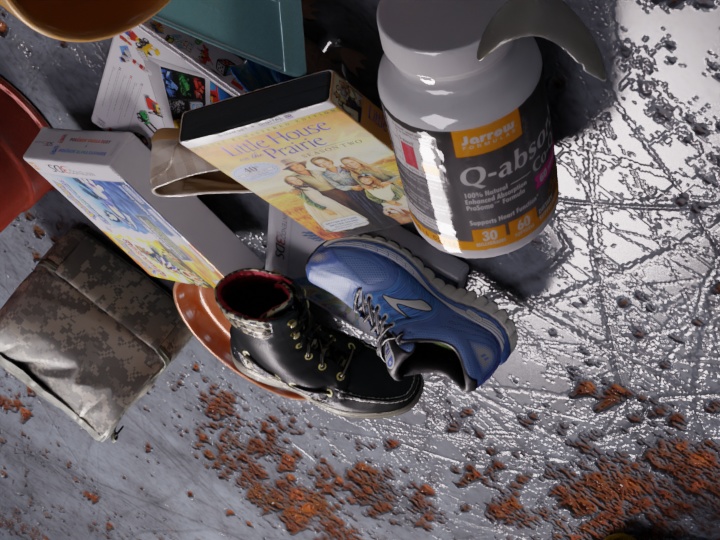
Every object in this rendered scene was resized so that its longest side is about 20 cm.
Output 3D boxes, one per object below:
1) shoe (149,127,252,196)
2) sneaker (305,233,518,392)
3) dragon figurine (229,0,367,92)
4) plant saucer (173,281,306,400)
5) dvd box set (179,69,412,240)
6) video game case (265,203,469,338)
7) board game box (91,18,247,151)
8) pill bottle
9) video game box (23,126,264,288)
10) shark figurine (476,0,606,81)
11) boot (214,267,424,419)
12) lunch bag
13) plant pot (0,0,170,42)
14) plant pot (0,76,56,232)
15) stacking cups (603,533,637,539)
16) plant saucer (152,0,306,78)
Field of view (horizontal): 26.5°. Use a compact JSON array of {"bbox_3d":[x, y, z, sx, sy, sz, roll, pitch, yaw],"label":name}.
[{"bbox_3d":[-0.091,-0.087,1.319,0.198,0.054,0.070,3,153,19],"label":"shoe"},{"bbox_3d":[0.034,0.039,1.332,0.199,0.089,0.079,27,150,16],"label":"sneaker"},{"bbox_3d":[-0.060,-0.165,1.204,0.200,0.059,0.099,41,151,-13],"label":"dragon figurine"},{"bbox_3d":[-0.110,0.062,1.632,0.199,0.032,0.201,27,150,17],"label":"plant saucer"},{"bbox_3d":[-0.025,-0.085,1.204,0.145,0.030,0.200,-11,152,31],"label":"dvd box set"},{"bbox_3d":[0.000,0.000,1.428,0.199,0.022,0.183,29,151,11],"label":"video game case"},{"bbox_3d":[-0.170,-0.154,1.365,0.126,0.035,0.200,35,152,-2],"label":"board game box"},{"bbox_3d":[0.075,-0.112,1.078,0.115,0.117,0.201,19,148,27],"label":"pill bottle"},{"bbox_3d":[-0.215,-0.060,1.504,0.200,0.047,0.181,46,161,-32],"label":"video game box"},{"bbox_3d":[0.104,-0.214,0.911,0.088,0.215,0.129,4,125,-21],"label":"shark figurine"},{"bbox_3d":[-0.042,0.071,1.465,0.201,0.074,0.154,15,156,14],"label":"boot"},{"bbox_3d":[-0.313,0.076,1.729,0.199,0.168,0.139,39,151,-7],"label":"lunch bag"},{"bbox_3d":[-0.226,-0.291,1.078,0.183,0.200,0.201,35,156,33],"label":"plant pot"},{"bbox_3d":[-0.441,-0.088,1.591,0.199,0.196,0.202,26,151,16],"label":"plant pot"},{"bbox_3d":[0.242,0.331,1.631,0.060,0.061,0.200,34,154,1],"label":"stacking cups"},{"bbox_3d":[-0.108,-0.201,1.167,0.199,0.019,0.071,27,131,44],"label":"plant saucer"}]
